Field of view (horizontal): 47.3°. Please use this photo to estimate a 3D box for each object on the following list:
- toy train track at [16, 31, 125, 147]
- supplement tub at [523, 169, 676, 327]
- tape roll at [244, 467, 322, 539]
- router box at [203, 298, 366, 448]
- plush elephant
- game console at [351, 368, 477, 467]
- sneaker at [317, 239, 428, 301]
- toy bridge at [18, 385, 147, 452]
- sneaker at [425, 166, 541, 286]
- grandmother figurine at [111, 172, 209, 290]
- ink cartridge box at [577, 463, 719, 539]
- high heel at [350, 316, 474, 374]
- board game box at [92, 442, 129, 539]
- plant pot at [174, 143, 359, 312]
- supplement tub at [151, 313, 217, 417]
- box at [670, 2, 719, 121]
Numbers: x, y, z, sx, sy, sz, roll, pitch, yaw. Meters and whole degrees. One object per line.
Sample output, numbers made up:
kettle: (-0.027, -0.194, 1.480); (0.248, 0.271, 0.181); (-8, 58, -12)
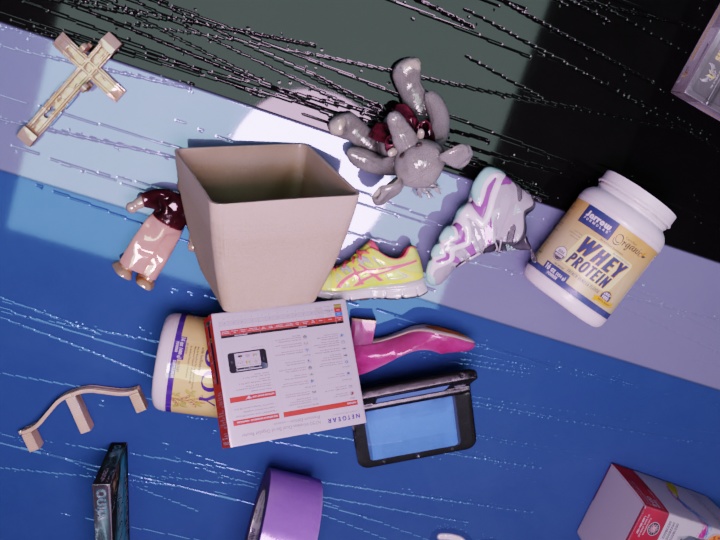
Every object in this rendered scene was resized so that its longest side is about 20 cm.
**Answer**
toy train track: (-0.411, -0.252, 1.152); (0.115, 0.033, 0.200); (43, 98, -14)
supplement tub: (0.356, -0.033, 1.223); (0.144, 0.144, 0.200); (33, 99, -12)
tape roll: (-0.125, 0.411, 1.263); (0.085, 0.200, 0.201); (16, 102, -9)
router box: (-0.104, 0.140, 1.139); (0.199, 0.049, 0.180); (-5, 79, -24)
plush elephant: (0.065, -0.175, 1.153); (0.164, 0.155, 0.200); (-32, 104, 3)
game console: (0.086, 0.235, 1.285); (0.199, 0.176, 0.117); (-11, 77, -3)
sneaker: (0.000, 0.000, 1.241); (0.199, 0.078, 0.091); (-3, 94, -8)
toy bridge: (-0.435, 0.217, 1.273); (0.199, 0.027, 0.067); (-20, 103, 0)
sneaker: (0.194, -0.039, 1.220); (0.140, 0.078, 0.200); (32, 101, 11)
grandmother figurine: (-0.284, -0.073, 1.201); (0.121, 0.061, 0.200); (31, 98, -40)
ink cartridge box: (0.495, 0.439, 1.357); (0.199, 0.145, 0.146); (20, 101, -11)
high heel: (0.074, 0.131, 1.273); (0.199, 0.067, 0.096); (7, 94, -2)
board game box: (-0.381, 0.386, 1.266); (0.028, 0.135, 0.201); (1, 105, -6)
plant pot: (-0.137, -0.055, 1.134); (0.199, 0.200, 0.178); (-6, 119, -25)
supplement tub: (-0.197, 0.147, 1.216); (0.199, 0.145, 0.146); (9, 103, -7)
box: (0.583, -0.318, 1.221); (0.158, 0.048, 0.200); (25, 100, -10)
